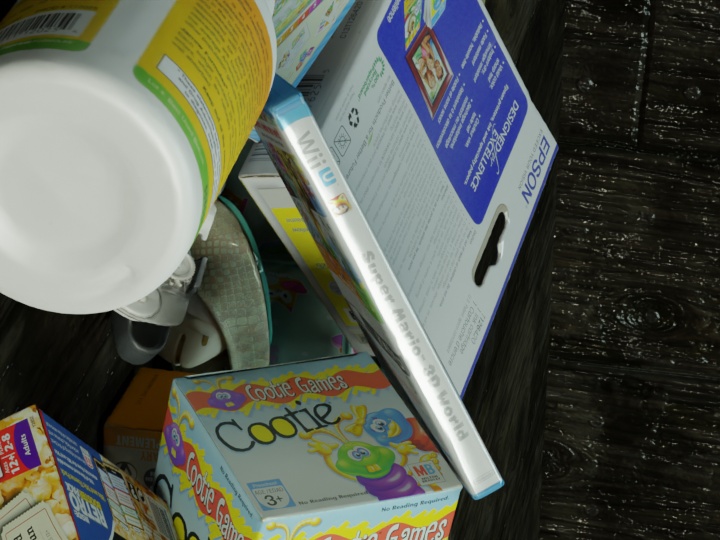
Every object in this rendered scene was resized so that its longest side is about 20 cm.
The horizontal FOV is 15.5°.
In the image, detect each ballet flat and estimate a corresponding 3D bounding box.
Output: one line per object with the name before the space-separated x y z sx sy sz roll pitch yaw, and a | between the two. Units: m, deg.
ballet flat | -0.082 0.046 1.412 0.062 0.067 0.200 -36 142 -27

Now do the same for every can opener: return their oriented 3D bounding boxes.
can opener | -0.097 -0.050 1.331 0.066 0.053 0.200 -39 -150 51

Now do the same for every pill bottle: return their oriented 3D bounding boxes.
pill bottle | -0.097 -0.077 1.089 0.200 0.111 0.111 -68 161 -58

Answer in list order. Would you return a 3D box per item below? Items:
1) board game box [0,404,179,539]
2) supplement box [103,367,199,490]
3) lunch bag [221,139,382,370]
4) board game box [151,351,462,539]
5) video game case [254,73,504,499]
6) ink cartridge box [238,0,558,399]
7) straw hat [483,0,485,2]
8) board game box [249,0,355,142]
board game box | -0.097 0.172 1.105 0.200 0.046 0.152 69 9 26
supplement box | -0.065 0.160 1.380 0.074 0.126 0.200 -65 158 -65
lunch bag | -0.024 0.000 1.523 0.200 0.122 0.170 86 21 -47
board game box | -0.038 0.153 1.238 0.103 0.105 0.200 53 -39 44
video game case | 0.000 0.000 1.210 0.200 0.018 0.143 62 -4 -15
ink cartridge box | 0.027 -0.059 1.412 0.200 0.047 0.198 60 42 -43
straw hat | 0.032 -0.253 1.814 0.201 0.085 0.201 1 90 -77
board game box | -0.034 -0.166 1.252 0.200 0.034 0.134 -55 153 5
